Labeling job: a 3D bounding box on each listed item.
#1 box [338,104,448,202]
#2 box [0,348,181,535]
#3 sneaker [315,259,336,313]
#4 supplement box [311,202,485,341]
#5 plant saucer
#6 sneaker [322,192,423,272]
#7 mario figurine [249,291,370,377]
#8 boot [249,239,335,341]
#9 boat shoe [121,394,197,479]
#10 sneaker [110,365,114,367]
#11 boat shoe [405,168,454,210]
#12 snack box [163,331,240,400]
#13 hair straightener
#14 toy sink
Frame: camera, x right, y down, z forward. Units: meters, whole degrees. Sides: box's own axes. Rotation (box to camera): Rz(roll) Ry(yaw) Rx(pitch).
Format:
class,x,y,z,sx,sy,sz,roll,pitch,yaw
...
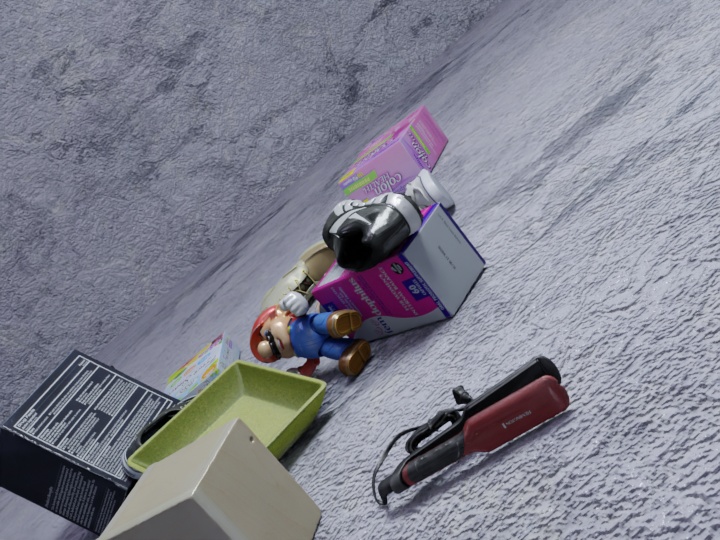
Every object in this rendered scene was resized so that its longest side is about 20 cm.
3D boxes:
class,x,y,z,sx,sy,sz,roll,pitch,yaw
box,0.072,-0.230,1.660,0.174,0.097,0.201,-30,18,34
box,-0.400,0.252,1.172,0.125,0.195,0.201,-63,0,30
sneaker,0.000,0.000,1.192,0.201,0.079,0.079,-49,23,-25
supplement box,0.044,0.010,1.003,0.199,0.102,0.104,-23,23,52
plant saucer,-0.154,0.202,0.951,0.198,0.049,0.199,4,38,47
sneaker,-0.009,-0.039,0.948,0.091,0.067,0.199,-46,18,-24
mario figurine,-0.084,0.097,1.029,0.198,0.105,0.127,-3,76,48
boot,-0.109,0.041,1.366,0.199,0.072,0.155,-41,13,18
boat shoe,-0.263,0.229,1.140,0.057,0.068,0.200,-55,-8,30
sneaker,-0.745,0.324,2.124,0.200,0.087,0.080,-46,17,-23
boat shoe,0.105,-0.126,1.318,0.066,0.072,0.200,-42,13,7
snack box,-0.281,0.196,1.381,0.142,0.053,0.200,-40,15,4
hair straightener,0.086,0.136,0.668,0.199,0.041,0.077,-41,13,19
toy sink,-0.157,0.250,0.747,0.198,0.131,0.113,-33,15,29
